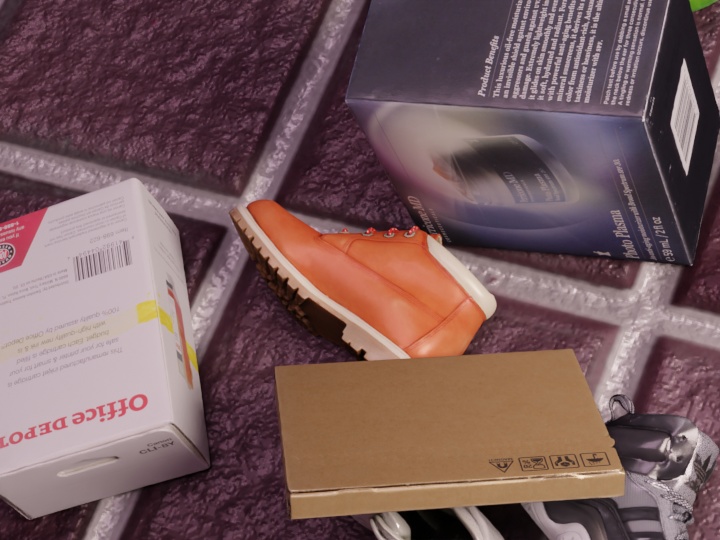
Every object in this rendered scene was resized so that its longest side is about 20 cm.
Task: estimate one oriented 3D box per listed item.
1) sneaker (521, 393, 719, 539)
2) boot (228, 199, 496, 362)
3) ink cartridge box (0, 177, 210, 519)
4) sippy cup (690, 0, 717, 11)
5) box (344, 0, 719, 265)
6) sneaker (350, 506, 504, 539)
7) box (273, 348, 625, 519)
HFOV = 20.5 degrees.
[{"bbox_3d":[0.190,0.157,1.213,0.114,0.076,0.200,-44,56,-4],"label":"sneaker"},{"bbox_3d":[0.000,0.000,1.371,0.200,0.075,0.107,39,77,23],"label":"boot"},{"bbox_3d":[-0.195,0.056,1.394,0.145,0.083,0.201,-17,59,10],"label":"ink cartridge box"},{"bbox_3d":[0.205,-0.277,1.412,0.177,0.130,0.140,29,74,30],"label":"sippy cup"},{"bbox_3d":[0.119,-0.103,1.307,0.197,0.200,0.124,6,65,22],"label":"box"},{"bbox_3d":[0.026,0.137,1.258,0.074,0.116,0.200,-45,57,-7],"label":"sneaker"},{"bbox_3d":[0.049,0.097,1.225,0.199,0.021,0.164,-4,24,-4],"label":"box"}]
